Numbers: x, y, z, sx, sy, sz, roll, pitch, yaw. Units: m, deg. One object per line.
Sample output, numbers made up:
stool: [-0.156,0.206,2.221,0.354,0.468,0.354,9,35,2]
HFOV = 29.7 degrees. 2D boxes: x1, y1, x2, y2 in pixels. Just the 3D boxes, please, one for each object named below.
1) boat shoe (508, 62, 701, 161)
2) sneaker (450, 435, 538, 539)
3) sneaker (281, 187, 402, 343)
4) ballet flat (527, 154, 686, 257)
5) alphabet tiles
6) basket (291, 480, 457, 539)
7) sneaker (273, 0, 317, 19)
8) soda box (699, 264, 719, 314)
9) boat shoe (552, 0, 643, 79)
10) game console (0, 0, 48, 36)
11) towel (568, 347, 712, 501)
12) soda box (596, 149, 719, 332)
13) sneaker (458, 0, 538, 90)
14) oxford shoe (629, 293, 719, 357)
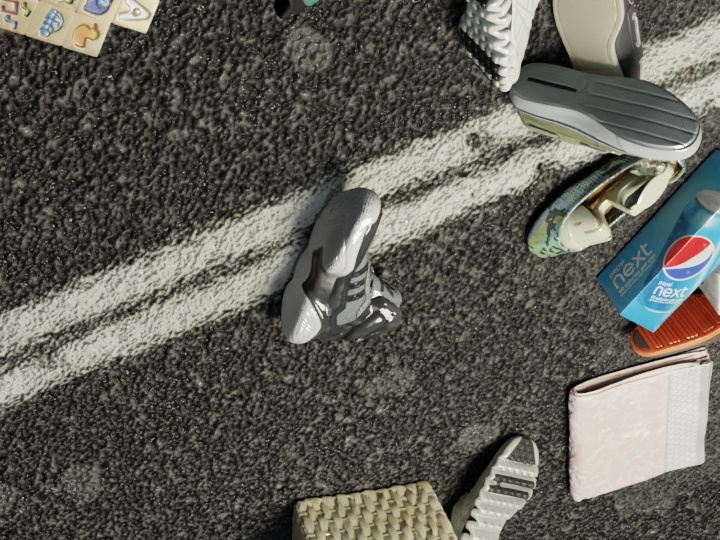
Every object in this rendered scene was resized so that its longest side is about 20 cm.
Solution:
boat shoe: [0.238,-0.148,1.314,0.072,0.198,0.062,-56,151,-17]
sneaker: [0.155,0.291,1.699,0.075,0.081,0.202,22,98,-28]
sneaker: [0.000,0.000,1.403,0.113,0.076,0.201,10,130,-27]
ballet flat: [0.263,-0.072,1.442,0.200,0.075,0.074,-43,129,17]
alphabet tiles: [-0.246,-0.266,1.110,0.198,0.006,0.168,13,117,-32]
basket: [0.024,0.382,1.642,0.196,0.201,0.163,-7,124,-15]
sneaker: [-0.095,-0.285,1.134,0.080,0.072,0.200,-41,131,10]
soda box: [0.490,-0.021,1.569,0.198,0.064,0.069,-18,132,-6]
boat shoe: [0.237,-0.238,1.318,0.063,0.072,0.202,-50,137,-36]
game console: [-0.318,-0.284,1.087,0.176,0.031,0.200,-36,132,3]
towel: [0.353,0.199,1.720,0.189,0.032,0.202,-15,130,-8]
soda box: [0.360,-0.031,1.509,0.064,0.068,0.200,24,117,-34]
sneaker: [0.134,-0.238,1.227,0.081,0.075,0.201,-34,154,-10]
oxford shoe: [0.414,0.066,1.610,0.198,0.072,0.073,-21,137,-3]
